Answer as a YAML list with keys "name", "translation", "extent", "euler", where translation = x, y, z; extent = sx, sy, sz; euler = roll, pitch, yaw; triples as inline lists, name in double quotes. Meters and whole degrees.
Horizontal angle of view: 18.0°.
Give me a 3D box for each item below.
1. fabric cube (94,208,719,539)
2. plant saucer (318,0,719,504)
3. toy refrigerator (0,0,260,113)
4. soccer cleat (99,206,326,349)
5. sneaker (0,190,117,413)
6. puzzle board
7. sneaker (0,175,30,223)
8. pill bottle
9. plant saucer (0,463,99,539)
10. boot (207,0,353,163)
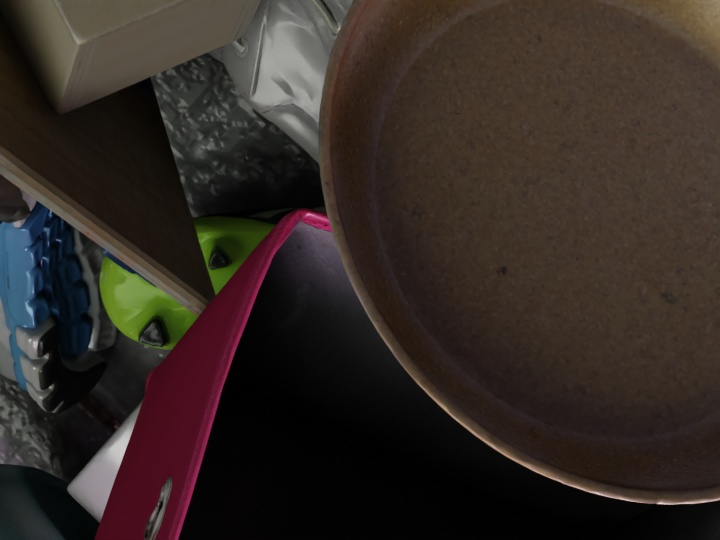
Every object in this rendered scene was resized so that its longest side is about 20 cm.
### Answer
- name: "fabric cube"
  translation: [0.009, 0.125, 0.757]
  extent: [0.199, 0.197, 0.199]
  euler: [22, 158, -12]
- name: "plant saucer"
  translation: [0.077, -0.022, 0.701]
  extent: [0.200, 0.201, 0.035]
  euler: [40, 153, -2]
- name: "toy refrigerator"
  translation: [-0.111, -0.161, 0.766]
  extent: [0.201, 0.076, 0.070]
  euler: [61, 159, 9]
- name: "soccer cleat"
  translation: [0.000, 0.000, 0.877]
  extent: [0.198, 0.081, 0.068]
  euler: [2, 104, 1]
- name: "sneaker"
  translation: [-0.152, -0.035, 0.925]
  extent: [0.086, 0.075, 0.201]
  euler: [20, 127, 21]
- name: "puzzle board"
  translation: [-0.125, -0.081, 0.779]
  extent: [0.017, 0.151, 0.200]
  euler: [-31, 143, 15]
- name: "sneaker"
  translation: [-0.161, -0.052, 0.782]
  extent: [0.074, 0.200, 0.088]
  euler: [-13, 87, -3]
- name: "pill bottle"
  translation: [-0.015, 0.120, 0.924]
  extent: [0.200, 0.116, 0.116]
  euler: [41, 129, -3]
- name: "plant saucer"
  translation: [-0.092, 0.146, 0.959]
  extent: [0.200, 0.200, 0.027]
  euler: [42, 89, -3]
- name: "boot"
  translation: [-0.031, -0.112, 0.810]
  extent: [0.095, 0.074, 0.200]
  euler: [-35, 102, 31]
